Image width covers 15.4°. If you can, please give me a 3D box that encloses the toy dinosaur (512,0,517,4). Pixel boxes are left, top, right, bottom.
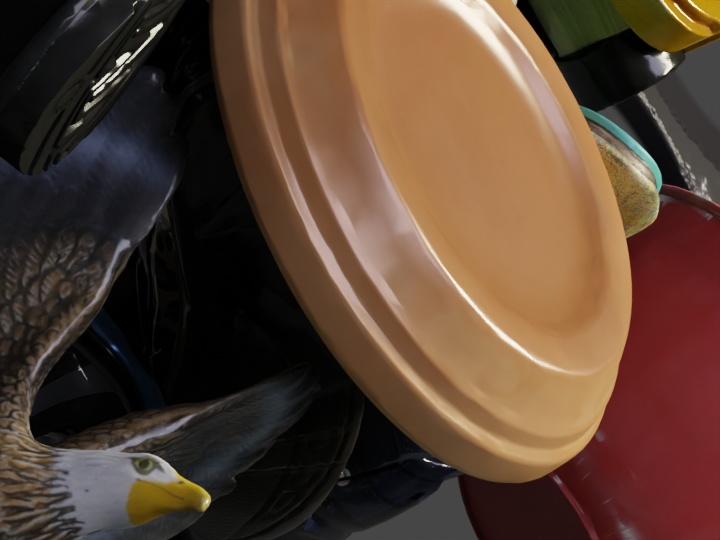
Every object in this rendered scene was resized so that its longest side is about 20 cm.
[{"bbox_3d":[0.060,-0.150,1.013,0.088,0.047,0.201,-113,-147,-71],"label":"toy dinosaur"}]

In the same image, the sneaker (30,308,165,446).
[{"bbox_3d":[-0.131,0.021,0.848,0.083,0.071,0.200,-48,124,-16],"label":"sneaker"}]

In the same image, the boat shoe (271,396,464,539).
[{"bbox_3d":[0.000,0.000,0.990,0.075,0.093,0.201,16,61,-47],"label":"boat shoe"}]

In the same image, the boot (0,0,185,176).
[{"bbox_3d":[-0.116,-0.123,0.768,0.158,0.080,0.211,31,31,-5],"label":"boot"}]

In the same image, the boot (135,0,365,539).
[{"bbox_3d":[-0.055,-0.018,0.924,0.151,0.073,0.200,-117,-161,-48],"label":"boot"}]

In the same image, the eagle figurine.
[{"bbox_3d":[-0.104,0.052,0.770,0.151,0.152,0.200,25,38,1],"label":"eagle figurine"}]

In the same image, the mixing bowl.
[{"bbox_3d":[0.109,0.079,1.030,0.108,0.200,0.200,-30,98,-24],"label":"mixing bowl"}]

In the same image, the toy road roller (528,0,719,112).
[{"bbox_3d":[0.157,-0.169,1.231,0.123,0.146,0.200,61,37,-10],"label":"toy road roller"}]

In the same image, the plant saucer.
[{"bbox_3d":[0.029,-0.032,0.839,0.200,0.037,0.201,40,36,-38],"label":"plant saucer"}]

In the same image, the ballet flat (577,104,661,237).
[{"bbox_3d":[0.059,-0.029,1.015,0.070,0.200,0.071,-2,97,-13],"label":"ballet flat"}]
